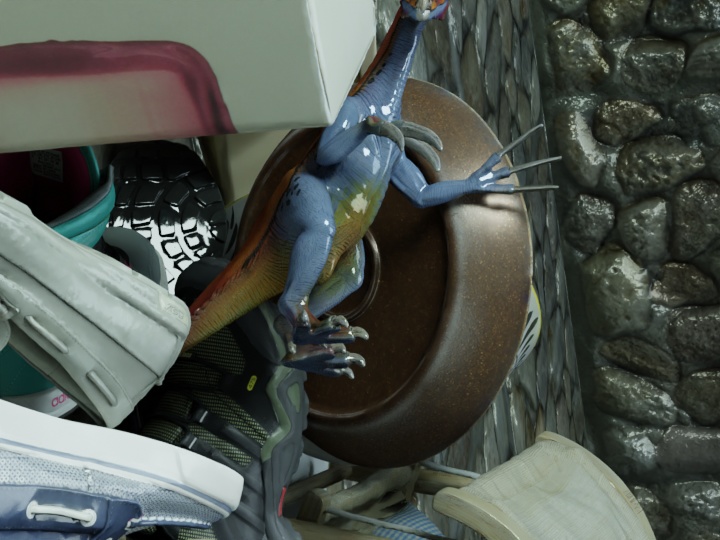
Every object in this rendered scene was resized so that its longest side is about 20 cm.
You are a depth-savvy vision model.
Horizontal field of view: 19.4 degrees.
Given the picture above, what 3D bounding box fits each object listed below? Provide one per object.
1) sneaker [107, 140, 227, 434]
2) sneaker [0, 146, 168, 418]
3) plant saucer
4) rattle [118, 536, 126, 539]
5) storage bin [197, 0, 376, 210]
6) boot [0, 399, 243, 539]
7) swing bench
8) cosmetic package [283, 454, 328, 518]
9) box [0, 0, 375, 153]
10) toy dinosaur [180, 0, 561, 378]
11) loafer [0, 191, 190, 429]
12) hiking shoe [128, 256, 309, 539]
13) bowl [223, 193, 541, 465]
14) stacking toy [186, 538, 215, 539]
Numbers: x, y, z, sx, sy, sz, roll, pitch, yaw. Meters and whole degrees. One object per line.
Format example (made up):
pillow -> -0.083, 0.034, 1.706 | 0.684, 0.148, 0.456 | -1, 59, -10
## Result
sneaker -> -0.114, 0.029, 1.169 | 0.088, 0.076, 0.200 | 128, -43, -64
sneaker -> -0.143, -0.017, 0.988 | 0.200, 0.084, 0.121 | -59, 152, -67
plant saucer -> 0.000, 0.000, 1.067 | 0.034, 0.200, 0.200 | 5, 80, -47
rattle -> -0.166, 0.147, 0.939 | 0.130, 0.143, 0.200 | 119, -33, -46
storage bin -> -0.062, -0.154, 1.181 | 0.200, 0.094, 0.199 | 86, -13, -61
boot -> -0.136, 0.106, 0.880 | 0.200, 0.073, 0.090 | 21, 77, -43
swing bench -> 0.050, 0.167, 1.188 | 0.199, 0.200, 0.130 | -12, 92, -69
cosmetic package -> -0.068, 0.171, 1.275 | 0.102, 0.074, 0.200 | 66, 24, -55
box -> -0.104, -0.123, 0.903 | 0.128, 0.200, 0.109 | -68, 152, -63
toy dinosaur -> -0.013, -0.051, 0.970 | 0.105, 0.200, 0.182 | 58, 33, -68
loafer -> -0.153, 0.005, 0.852 | 0.200, 0.070, 0.070 | 33, 81, -38
hiking shoe -> -0.083, 0.093, 1.053 | 0.101, 0.076, 0.200 | -3, 87, -38
bowl -> -0.006, 0.048, 1.189 | 0.201, 0.201, 0.094 | 71, 30, -50
stacking toy -> -0.053, 0.199, 0.926 | 0.200, 0.085, 0.085 | -131, -152, -62
